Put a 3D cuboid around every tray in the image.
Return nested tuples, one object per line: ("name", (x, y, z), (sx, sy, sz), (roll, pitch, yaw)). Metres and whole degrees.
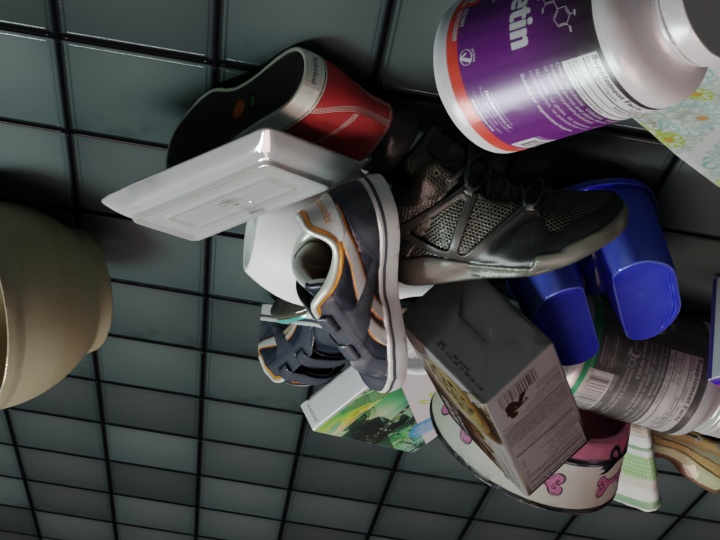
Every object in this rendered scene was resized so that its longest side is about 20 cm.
("tray", (-0.103, -0.061, 1.501), (0.199, 0.022, 0.107), (-19, 155, 41))

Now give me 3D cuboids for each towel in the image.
("towel", (0.285, -0.120, 1.370), (0.170, 0.049, 0.200), (-11, 150, 38))
("towel", (0.237, 0.160, 1.967), (0.148, 0.031, 0.201), (16, 141, 27))

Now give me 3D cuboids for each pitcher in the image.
("pitcher", (0.000, 0.000, 1.617), (0.198, 0.173, 0.121), (9, -161, -10))

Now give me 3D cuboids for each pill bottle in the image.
("pill bottle", (0.268, 0.089, 1.790), (0.198, 0.114, 0.113), (16, 157, -18))
("pill bottle", (0.151, -0.151, 1.259), (0.199, 0.113, 0.112), (-15, 148, 43))

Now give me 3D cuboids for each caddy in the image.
("caddy", (0.191, -0.006, 1.606), (0.140, 0.106, 0.200), (-21, 153, 3))

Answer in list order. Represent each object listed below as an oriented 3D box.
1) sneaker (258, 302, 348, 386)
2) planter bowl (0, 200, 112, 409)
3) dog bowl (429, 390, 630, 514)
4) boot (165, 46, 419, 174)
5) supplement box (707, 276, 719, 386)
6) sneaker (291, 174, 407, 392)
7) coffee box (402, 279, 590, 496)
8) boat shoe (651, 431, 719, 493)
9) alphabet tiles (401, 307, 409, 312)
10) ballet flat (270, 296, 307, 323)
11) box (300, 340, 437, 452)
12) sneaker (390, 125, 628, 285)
("sneaker", (-0.041, 0.073, 1.840), (0.078, 0.080, 0.200), (6, 177, -22))
("planter bowl", (-0.316, 0.027, 1.786), (0.134, 0.202, 0.200), (-9, 171, -37))
("dog bowl", (0.169, 0.139, 1.823), (0.199, 0.201, 0.074), (16, 117, -18))
("boot", (-0.052, -0.098, 1.520), (0.144, 0.073, 0.199), (24, 150, -36))
("supplement box", (0.417, 0.075, 1.718), (0.199, 0.102, 0.103), (24, 153, -34))
("sneaker", (-0.011, 0.018, 1.498), (0.079, 0.079, 0.201), (-17, 128, -15))
("coffee box", (0.116, 0.093, 1.605), (0.113, 0.080, 0.200), (45, 172, 30))
("boat shoe", (0.328, 0.156, 2.009), (0.199, 0.072, 0.076), (30, 116, -25))
("alphabet tiles", (0.079, 0.042, 1.784), (0.166, 0.008, 0.200), (6, 179, -14))
("ballet flat", (0.000, -0.007, 1.726), (0.198, 0.068, 0.069), (-14, 109, 23))
("box", (0.050, 0.119, 1.904), (0.144, 0.037, 0.199), (-40, 150, 19))
("sneaker", (0.105, -0.056, 1.485), (0.198, 0.076, 0.115), (-5, 118, 25))
